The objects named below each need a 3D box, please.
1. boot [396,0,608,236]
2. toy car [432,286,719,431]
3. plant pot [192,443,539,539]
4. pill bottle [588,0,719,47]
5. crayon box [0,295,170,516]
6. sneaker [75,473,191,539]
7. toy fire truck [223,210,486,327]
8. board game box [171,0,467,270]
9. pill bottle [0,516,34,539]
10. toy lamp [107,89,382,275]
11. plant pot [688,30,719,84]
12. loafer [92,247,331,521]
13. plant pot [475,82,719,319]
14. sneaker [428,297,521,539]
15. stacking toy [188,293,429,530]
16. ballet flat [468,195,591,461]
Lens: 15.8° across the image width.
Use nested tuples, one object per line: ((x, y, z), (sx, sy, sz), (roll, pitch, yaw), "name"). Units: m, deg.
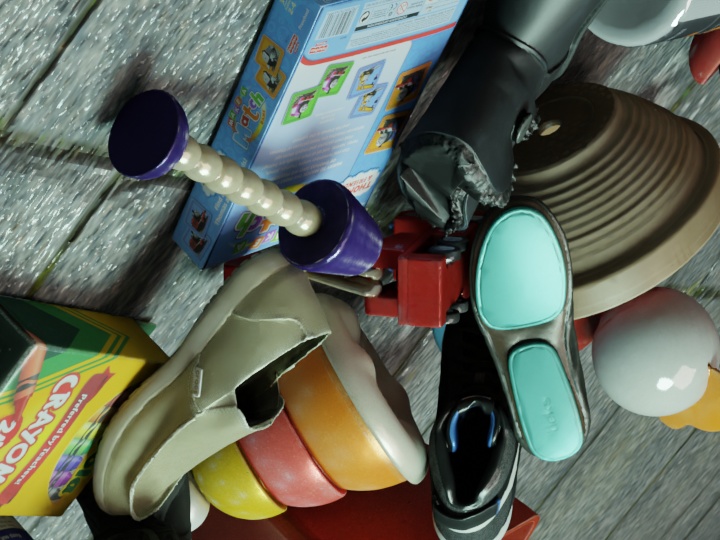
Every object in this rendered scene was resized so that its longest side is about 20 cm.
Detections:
((0.093, -0.130, 1.582), (0.169, 0.076, 0.200), (-60, 173, -33), "boot")
((0.194, 0.048, 1.919), (0.184, 0.200, 0.177), (-32, 172, -37), "toy car")
((-0.025, 0.215, 1.878), (0.199, 0.176, 0.201), (-21, 147, -47), "plant pot")
((0.226, -0.211, 1.710), (0.199, 0.106, 0.107), (-17, 143, -50), "pill bottle")
((-0.190, 0.083, 1.532), (0.127, 0.051, 0.200), (-52, 158, 12), "crayon box")
((-0.137, 0.178, 1.636), (0.075, 0.200, 0.091), (-12, 118, 5), "sneaker")
((0.000, 0.000, 1.664), (0.200, 0.140, 0.049), (-43, 136, -69), "toy fire truck")
((-0.020, -0.100, 1.546), (0.151, 0.037, 0.201), (-20, 145, -47), "board game box")
((-0.206, 0.238, 1.563), (0.116, 0.200, 0.116), (-38, 156, -20), "pill bottle")
((-0.058, -0.044, 1.472), (0.058, 0.058, 0.200), (-51, 141, 10), "toy lamp")
((0.350, -0.159, 1.880), (0.201, 0.182, 0.200), (-49, 175, -6), "plant pot")
((-0.089, 0.079, 1.548), (0.200, 0.068, 0.076), (-55, 160, 19), "loafer")
((0.146, -0.062, 1.772), (0.201, 0.201, 0.093), (-40, 120, -16), "plant pot")
((0.086, 0.083, 1.759), (0.112, 0.073, 0.201), (81, 13, -68), "sneaker")
((-0.066, 0.122, 1.755), (0.199, 0.147, 0.146), (-31, 158, 4), "stacking toy")
((0.108, 0.030, 1.681), (0.068, 0.069, 0.201), (-7, 119, 4), "ballet flat")
